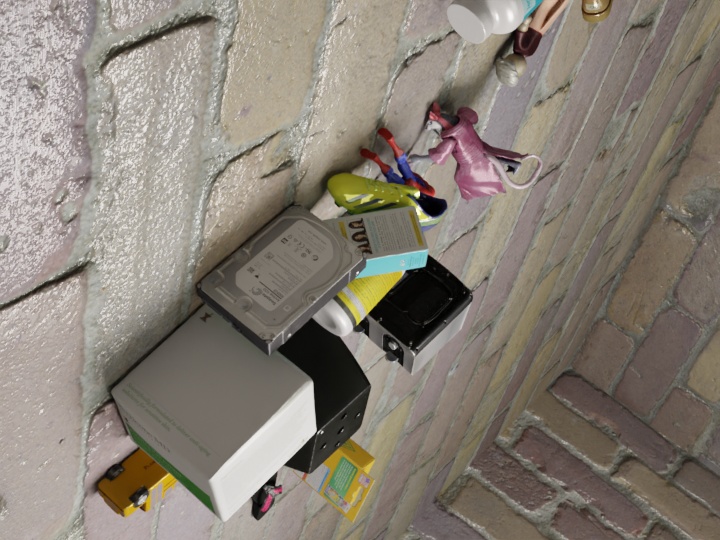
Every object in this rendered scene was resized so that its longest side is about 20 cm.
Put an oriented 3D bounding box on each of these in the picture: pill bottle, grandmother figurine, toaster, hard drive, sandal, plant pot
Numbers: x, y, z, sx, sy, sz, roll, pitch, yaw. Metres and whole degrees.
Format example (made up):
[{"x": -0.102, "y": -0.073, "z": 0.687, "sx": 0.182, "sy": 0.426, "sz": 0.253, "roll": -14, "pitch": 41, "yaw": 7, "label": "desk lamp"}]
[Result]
[{"x": 0.211, "y": -0.411, "z": 1.558, "sx": 0.200, "sy": 0.111, "sz": 0.111, "roll": -47, "pitch": 159, "yaw": -16, "label": "pill bottle"}, {"x": 0.288, "y": -0.398, "z": 1.831, "sx": 0.121, "sy": 0.061, "sz": 0.200, "roll": 10, "pitch": 112, "yaw": -58, "label": "grandmother figurine"}, {"x": 0.000, "y": 0.000, "z": 1.770, "sx": 0.200, "sy": 0.112, "sz": 0.112, "roll": -46, "pitch": 159, "yaw": -18, "label": "pill bottle"}, {"x": 0.085, "y": 0.059, "z": 1.965, "sx": 0.200, "sy": 0.181, "sz": 0.119, "roll": -42, "pitch": 160, "yaw": -25, "label": "toaster"}, {"x": -0.106, "y": 0.007, "z": 1.510, "sx": 0.200, "sy": 0.140, "sz": 0.038, "roll": -42, "pitch": 157, "yaw": -26, "label": "hard drive"}, {"x": -0.183, "y": 0.455, "z": 2.217, "sx": 0.075, "sy": 0.045, "sz": 0.200, "roll": -42, "pitch": 157, "yaw": -27, "label": "sandal"}, {"x": -0.098, "y": 0.210, "z": 1.811, "sx": 0.200, "sy": 0.177, "sz": 0.200, "roll": -37, "pitch": 154, "yaw": -34, "label": "plant pot"}]

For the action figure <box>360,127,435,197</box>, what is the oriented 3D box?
[{"x": 0.052, "y": -0.153, "z": 1.724, "sx": 0.065, "sy": 0.099, "sz": 0.200, "roll": -48, "pitch": 137, "yaw": -5, "label": "action figure"}]

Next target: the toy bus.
[{"x": -0.301, "y": 0.294, "z": 1.665, "sx": 0.200, "sy": 0.065, "sz": 0.078, "roll": -40, "pitch": 158, "yaw": -34, "label": "toy bus"}]

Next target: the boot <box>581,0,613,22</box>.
[{"x": 0.386, "y": -0.532, "z": 1.796, "sx": 0.200, "sy": 0.066, "sz": 0.175, "roll": 65, "pitch": 29, "yaw": -51, "label": "boot"}]

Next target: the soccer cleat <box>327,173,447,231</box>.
[{"x": 0.042, "y": -0.112, "z": 1.641, "sx": 0.200, "sy": 0.065, "sz": 0.084, "roll": 17, "pitch": 144, "yaw": -34, "label": "soccer cleat"}]

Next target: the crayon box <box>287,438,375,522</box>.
[{"x": -0.056, "y": 0.376, "z": 2.141, "sx": 0.052, "sy": 0.200, "sz": 0.126, "roll": -26, "pitch": 147, "yaw": -51, "label": "crayon box"}]

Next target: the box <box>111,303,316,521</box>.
[{"x": -0.197, "y": 0.195, "z": 1.531, "sx": 0.200, "sy": 0.199, "sz": 0.171, "roll": -44, "pitch": 157, "yaw": -24, "label": "box"}]

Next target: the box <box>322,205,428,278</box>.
[{"x": -0.008, "y": -0.034, "z": 1.597, "sx": 0.200, "sy": 0.082, "sz": 0.049, "roll": -9, "pitch": 148, "yaw": -9, "label": "box"}]

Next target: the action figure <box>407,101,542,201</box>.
[{"x": 0.172, "y": -0.192, "z": 1.782, "sx": 0.200, "sy": 0.149, "sz": 0.134, "roll": 44, "pitch": 72, "yaw": -38, "label": "action figure"}]
